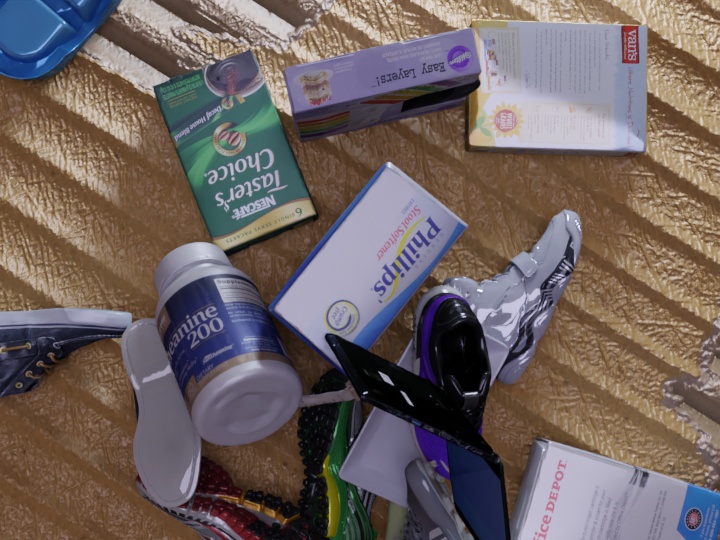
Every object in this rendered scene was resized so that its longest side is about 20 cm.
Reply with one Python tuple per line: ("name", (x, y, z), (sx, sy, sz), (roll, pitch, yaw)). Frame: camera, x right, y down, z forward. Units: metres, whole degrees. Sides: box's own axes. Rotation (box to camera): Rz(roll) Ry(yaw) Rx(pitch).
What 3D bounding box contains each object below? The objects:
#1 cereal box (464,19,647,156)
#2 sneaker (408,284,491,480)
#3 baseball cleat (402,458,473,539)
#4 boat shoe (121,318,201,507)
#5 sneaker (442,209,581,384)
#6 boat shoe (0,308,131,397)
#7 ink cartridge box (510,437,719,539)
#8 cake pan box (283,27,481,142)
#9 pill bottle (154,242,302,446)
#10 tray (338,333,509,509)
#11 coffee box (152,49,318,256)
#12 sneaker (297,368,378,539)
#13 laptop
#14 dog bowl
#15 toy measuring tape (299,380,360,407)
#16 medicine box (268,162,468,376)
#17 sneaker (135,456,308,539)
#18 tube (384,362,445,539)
("cereal box", (0.218, -0.202, 1.150), (0.199, 0.040, 0.145), (3, 86, -1))
("sneaker", (0.092, 0.123, 1.011), (0.069, 0.100, 0.201), (-9, 104, -14))
("baseball cleat", (0.064, 0.276, 1.056), (0.106, 0.070, 0.201), (-26, 125, 1))
("boat shoe", (-0.204, 0.150, 1.081), (0.073, 0.060, 0.201), (-20, 68, 0))
("sneaker", (0.157, 0.012, 1.115), (0.114, 0.075, 0.201), (25, 89, -2))
("boat shoe", (-0.341, 0.088, 1.108), (0.199, 0.071, 0.092), (-3, 87, 6))
("ink cartridge box", (0.263, 0.275, 1.094), (0.199, 0.084, 0.147), (18, 86, 1))
("cake pan box", (0.023, -0.190, 1.075), (0.199, 0.184, 0.053), (-13, 91, -3))
("pill bottle", (-0.142, 0.067, 1.038), (0.111, 0.111, 0.200), (-28, 51, -3))
("tray", (0.064, 0.144, 1.073), (0.107, 0.022, 0.201), (28, 91, -19))
("coffee box", (-0.136, -0.128, 1.136), (0.122, 0.044, 0.201), (-20, 86, -3))
("sneaker", (-0.018, 0.201, 1.110), (0.085, 0.078, 0.201), (9, 78, -33))
("laptop", (0.047, 0.159, 0.883), (0.199, 0.177, 0.104), (27, 95, -16))
("dog bowl", (-0.337, -0.295, 1.142), (0.111, 0.050, 0.200), (40, 87, 2))
("toy measuring tape", (-0.091, 0.120, 1.094), (0.199, 0.074, 0.074), (-12, 86, 17))
("medicine box", (0.000, 0.000, 1.050), (0.103, 0.200, 0.182), (39, 86, -2))
("sneaker", (-0.154, 0.264, 1.089), (0.199, 0.078, 0.083), (26, 124, 16))
("tube", (0.062, 0.200, 1.116), (0.058, 0.052, 0.201), (0, 92, 31))
